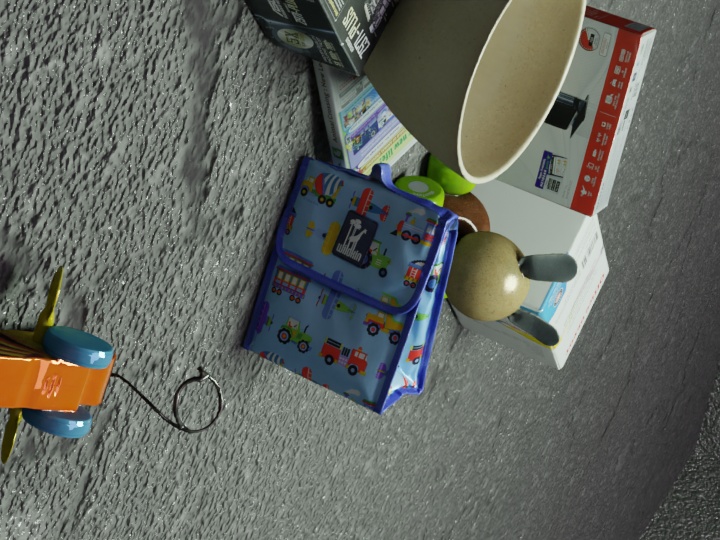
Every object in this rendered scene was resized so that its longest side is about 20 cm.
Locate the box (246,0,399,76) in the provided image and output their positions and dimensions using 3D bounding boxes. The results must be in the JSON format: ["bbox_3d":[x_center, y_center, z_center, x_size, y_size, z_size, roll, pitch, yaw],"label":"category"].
[{"bbox_3d":[-0.023,-0.271,1.136,0.165,0.085,0.200,-62,157,-12],"label":"box"}]

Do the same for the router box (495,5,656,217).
[{"bbox_3d":[0.197,-0.182,1.603,0.049,0.178,0.202,-30,137,-56],"label":"router box"}]

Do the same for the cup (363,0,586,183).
[{"bbox_3d":[0.078,-0.194,1.271,0.200,0.142,0.201,-45,152,-32],"label":"cup"}]

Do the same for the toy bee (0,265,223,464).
[{"bbox_3d":[-0.211,0.073,1.043,0.200,0.108,0.132,41,81,-41],"label":"toy bee"}]

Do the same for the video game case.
[{"bbox_3d":[0.035,-0.190,1.378,0.200,0.022,0.183,-45,143,-30],"label":"video game case"}]

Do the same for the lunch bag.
[{"bbox_3d":[0.000,0.000,1.359,0.094,0.149,0.202,-20,129,-61],"label":"lunch bag"}]

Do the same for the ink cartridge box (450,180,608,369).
[{"bbox_3d":[0.195,-0.002,1.810,0.148,0.145,0.200,-62,157,-14],"label":"ink cartridge box"}]

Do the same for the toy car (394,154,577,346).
[{"bbox_3d":[0.131,-0.006,1.590,0.158,0.198,0.166,-40,146,-48],"label":"toy car"}]
